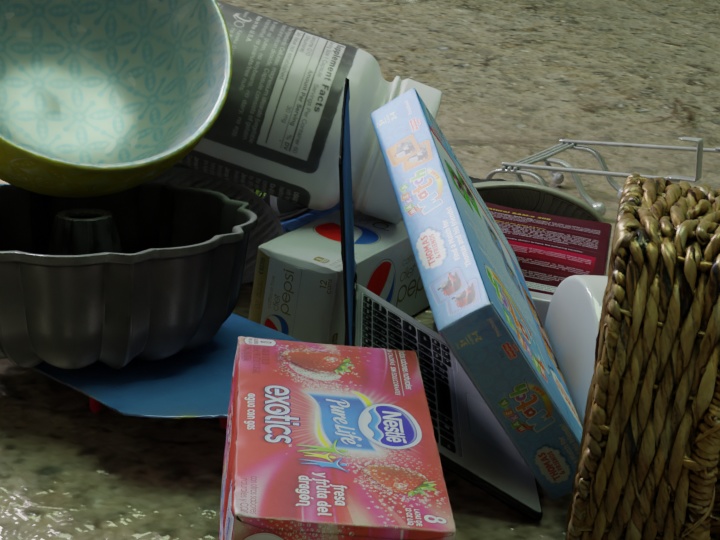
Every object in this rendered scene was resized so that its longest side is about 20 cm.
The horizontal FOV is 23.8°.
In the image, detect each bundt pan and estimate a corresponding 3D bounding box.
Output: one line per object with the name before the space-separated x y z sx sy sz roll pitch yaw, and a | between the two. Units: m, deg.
bundt pan | -0.158 0.003 0.989 0.199 0.077 0.202 0 15 0

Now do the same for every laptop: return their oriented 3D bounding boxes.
laptop | 0.043 0.011 0.973 0.199 0.116 0.188 32 17 -9

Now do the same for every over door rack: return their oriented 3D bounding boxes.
over door rack | 0.225 -0.082 1.471 0.198 0.067 0.147 -6 10 31

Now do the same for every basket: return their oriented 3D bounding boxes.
basket | 0.183 0.069 0.832 0.147 0.202 0.143 10 18 8

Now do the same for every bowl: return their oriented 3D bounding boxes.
bowl | -0.187 -0.118 1.042 0.198 0.108 0.202 12 57 -19

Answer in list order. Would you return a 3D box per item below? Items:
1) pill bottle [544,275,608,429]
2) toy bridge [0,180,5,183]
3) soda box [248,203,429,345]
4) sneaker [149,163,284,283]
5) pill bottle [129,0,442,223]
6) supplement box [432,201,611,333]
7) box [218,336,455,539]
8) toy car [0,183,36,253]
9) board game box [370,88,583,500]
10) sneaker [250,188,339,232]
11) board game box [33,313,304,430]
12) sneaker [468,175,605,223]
pill bottle | 0.217 0.054 1.024 0.198 0.118 0.116 3 19 -15
toy bridge | -0.224 -0.077 1.313 0.027 0.068 0.200 16 21 24
soda box | 0.000 0.000 1.170 0.063 0.069 0.200 17 21 23
sneaker | -0.153 -0.056 1.219 0.199 0.073 0.114 24 1 -28
pill bottle | -0.053 -0.107 1.154 0.198 0.114 0.113 19 19 -1
supplement box | 0.114 0.012 1.190 0.108 0.062 0.200 11 20 8
box | -0.017 0.113 0.784 0.094 0.101 0.200 6 18 -5
toy car | -0.299 -0.082 1.089 0.182 0.202 0.177 2 19 -15
board game box | 0.069 0.010 0.975 0.036 0.152 0.201 -27 38 9
sneaker | -0.057 -0.075 1.282 0.070 0.084 0.199 -22 15 -35
board game box | -0.101 0.069 0.983 0.157 0.039 0.199 -10 18 -39
sneaker | 0.093 -0.051 1.342 0.198 0.076 0.106 7 21 2
